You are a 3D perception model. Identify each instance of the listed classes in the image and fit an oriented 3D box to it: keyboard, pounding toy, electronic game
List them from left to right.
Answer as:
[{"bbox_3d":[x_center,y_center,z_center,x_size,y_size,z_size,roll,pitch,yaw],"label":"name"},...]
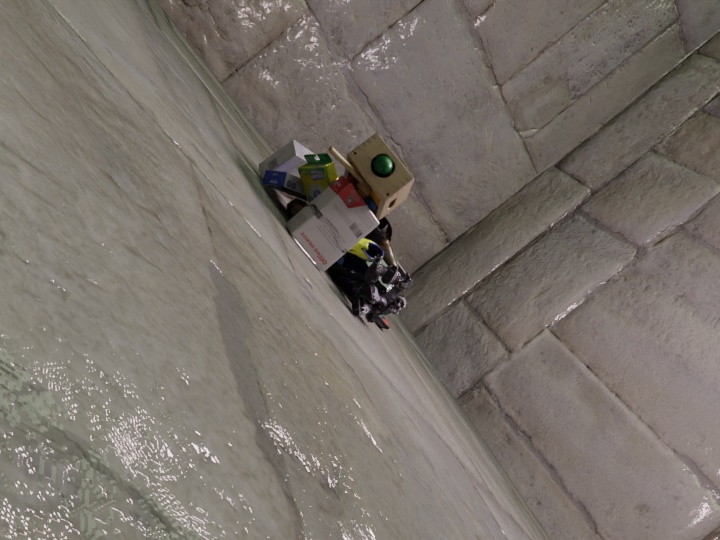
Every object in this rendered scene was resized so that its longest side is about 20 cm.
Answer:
[{"bbox_3d":[-0.024,0.009,1.719,0.198,0.021,0.127,19,-7,38],"label":"keyboard"},{"bbox_3d":[0.022,-0.245,1.562,0.185,0.142,0.200,51,-11,7],"label":"pounding toy"},{"bbox_3d":[0.039,0.122,2.118,0.201,0.041,0.200,53,2,-3],"label":"electronic game"}]

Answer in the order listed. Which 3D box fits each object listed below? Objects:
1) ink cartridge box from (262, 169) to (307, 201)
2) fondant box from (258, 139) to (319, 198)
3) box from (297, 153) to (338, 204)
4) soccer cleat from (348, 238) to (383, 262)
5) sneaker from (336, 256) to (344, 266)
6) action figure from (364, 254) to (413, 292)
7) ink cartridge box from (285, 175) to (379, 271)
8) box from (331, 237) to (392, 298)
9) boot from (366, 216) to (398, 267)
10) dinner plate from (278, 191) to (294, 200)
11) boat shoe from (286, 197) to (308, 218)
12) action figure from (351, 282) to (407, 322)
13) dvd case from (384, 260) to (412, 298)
[{"bbox_3d":[-0.183,-0.241,1.772,0.093,0.045,0.199,13,-1,38],"label":"ink cartridge box"},{"bbox_3d":[-0.190,-0.297,1.841,0.199,0.143,0.059,23,45,-53],"label":"fondant box"},{"bbox_3d":[-0.106,-0.226,1.696,0.116,0.048,0.203,7,-60,46],"label":"box"},{"bbox_3d":[-0.019,-0.077,1.685,0.198,0.066,0.083,23,-12,-33],"label":"soccer cleat"},{"bbox_3d":[-0.099,-0.089,1.713,0.070,0.079,0.200,17,-19,43],"label":"sneaker"},{"bbox_3d":[0.078,0.009,1.645,0.129,0.070,0.200,25,6,13],"label":"action figure"},{"bbox_3d":[-0.074,-0.121,1.573,0.147,0.199,0.083,51,-1,-31],"label":"ink cartridge box"},{"bbox_3d":[0.000,0.000,1.825,0.201,0.141,0.079,53,41,2],"label":"box"},{"bbox_3d":[0.062,-0.089,1.808,0.202,0.074,0.097,60,-21,5],"label":"boot"},{"bbox_3d":[-0.199,-0.305,1.957,0.201,0.198,0.024,51,35,-33],"label":"dinner plate"},{"bbox_3d":[-0.187,-0.190,1.859,0.072,0.075,0.200,50,1,-8],"label":"boat shoe"},{"bbox_3d":[0.053,0.098,1.677,0.199,0.129,0.070,22,39,-54],"label":"action figure"},{"bbox_3d":[0.046,0.001,1.886,0.201,0.148,0.016,52,18,3],"label":"dvd case"}]
